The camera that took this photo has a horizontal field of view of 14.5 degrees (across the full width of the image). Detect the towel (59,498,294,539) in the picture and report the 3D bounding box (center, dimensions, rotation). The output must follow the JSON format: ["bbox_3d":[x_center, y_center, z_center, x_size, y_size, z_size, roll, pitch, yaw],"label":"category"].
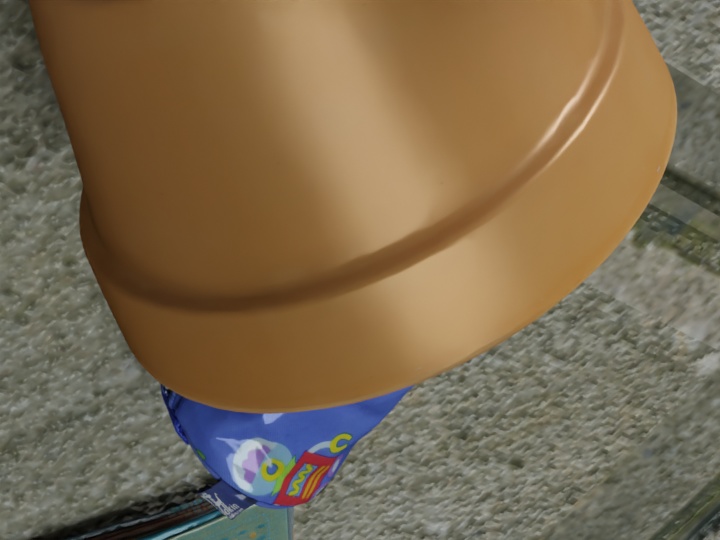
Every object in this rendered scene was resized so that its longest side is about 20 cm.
[{"bbox_3d":[-0.096,0.171,1.222,0.146,0.022,0.200,-17,141,-14],"label":"towel"}]

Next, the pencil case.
[{"bbox_3d":[0.000,0.000,1.055,0.087,0.078,0.200,17,122,-39],"label":"pencil case"}]

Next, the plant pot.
[{"bbox_3d":[-0.016,-0.073,0.894,0.200,0.200,0.140,-29,125,-1],"label":"plant pot"}]
